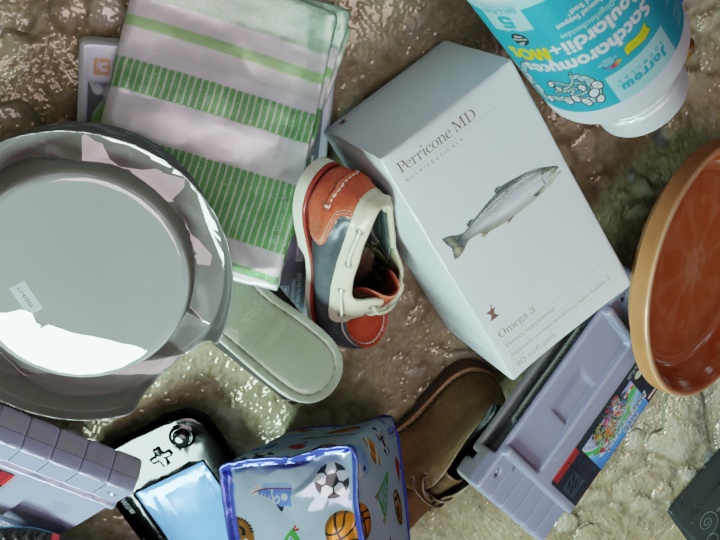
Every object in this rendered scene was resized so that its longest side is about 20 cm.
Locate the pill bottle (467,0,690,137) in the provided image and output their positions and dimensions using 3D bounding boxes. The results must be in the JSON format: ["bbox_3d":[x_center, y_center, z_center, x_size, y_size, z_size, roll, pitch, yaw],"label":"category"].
[{"bbox_3d":[0.142,-0.170,0.826,0.111,0.111,0.200,-43,133,7],"label":"pill bottle"}]

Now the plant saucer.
[{"bbox_3d":[0.263,-0.003,0.990,0.199,0.032,0.202,-20,117,-43],"label":"plant saucer"}]

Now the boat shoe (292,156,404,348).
[{"bbox_3d":[0.000,0.000,0.921,0.071,0.062,0.201,-52,153,-26],"label":"boat shoe"}]

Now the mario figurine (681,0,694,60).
[{"bbox_3d":[0.202,-0.239,0.880,0.123,0.106,0.202,-18,124,-32],"label":"mario figurine"}]

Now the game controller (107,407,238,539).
[{"bbox_3d":[-0.126,0.201,1.032,0.104,0.042,0.201,-29,115,1],"label":"game controller"}]

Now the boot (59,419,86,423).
[{"bbox_3d":[-0.224,0.019,0.898,0.107,0.075,0.201,-27,115,21],"label":"boot"}]

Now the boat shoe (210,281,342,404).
[{"bbox_3d":[-0.098,0.018,0.919,0.072,0.061,0.201,-45,96,-12],"label":"boat shoe"}]

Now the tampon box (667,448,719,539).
[{"bbox_3d":[0.402,0.231,1.114,0.199,0.126,0.150,33,102,-22],"label":"tampon box"}]

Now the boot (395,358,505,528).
[{"bbox_3d":[0.047,0.167,1.039,0.073,0.076,0.201,30,104,-24],"label":"boot"}]

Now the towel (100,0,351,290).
[{"bbox_3d":[-0.099,-0.100,0.876,0.151,0.023,0.202,14,88,-10],"label":"towel"}]

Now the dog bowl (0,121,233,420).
[{"bbox_3d":[-0.180,-0.004,0.828,0.198,0.059,0.202,-1,114,-3],"label":"dog bowl"}]

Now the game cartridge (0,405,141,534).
[{"bbox_3d":[-0.251,0.149,0.919,0.129,0.039,0.200,22,150,-22],"label":"game cartridge"}]

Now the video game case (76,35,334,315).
[{"bbox_3d":[-0.116,-0.063,0.933,0.180,0.023,0.202,2,112,-13],"label":"video game case"}]

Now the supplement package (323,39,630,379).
[{"bbox_3d":[0.084,-0.045,0.924,0.117,0.117,0.201,-37,116,-7],"label":"supplement package"}]

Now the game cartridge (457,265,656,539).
[{"bbox_3d":[0.170,0.106,1.005,0.201,0.038,0.130,-53,133,-6],"label":"game cartridge"}]

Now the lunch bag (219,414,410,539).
[{"bbox_3d":[-0.025,0.222,0.952,0.123,0.170,0.202,-10,90,14],"label":"lunch bag"}]

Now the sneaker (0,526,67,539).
[{"bbox_3d":[-0.240,0.251,0.983,0.200,0.095,0.080,42,58,-42],"label":"sneaker"}]
